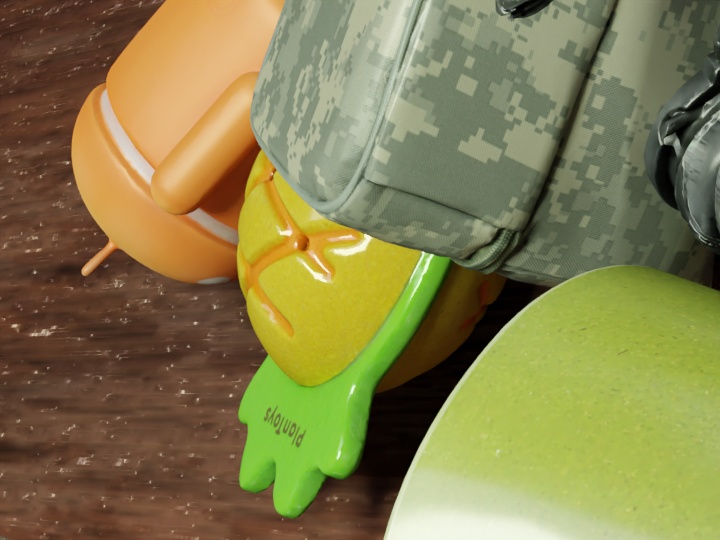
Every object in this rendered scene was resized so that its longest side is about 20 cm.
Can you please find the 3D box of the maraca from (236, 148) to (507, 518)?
[{"bbox_3d":[0.000,0.000,0.901,0.200,0.107,0.137,-68,20,-1],"label":"maraca"}]

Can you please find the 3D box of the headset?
[{"bbox_3d":[0.117,-0.023,0.680,0.094,0.200,0.124,-28,21,-2],"label":"headset"}]

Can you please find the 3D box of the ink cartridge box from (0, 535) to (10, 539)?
[{"bbox_3d":[-0.132,0.189,0.921,0.200,0.125,0.129,16,80,56],"label":"ink cartridge box"}]

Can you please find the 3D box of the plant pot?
[{"bbox_3d":[0.136,0.106,0.578,0.200,0.187,0.187,12,76,40],"label":"plant pot"}]

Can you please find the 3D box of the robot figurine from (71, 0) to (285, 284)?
[{"bbox_3d":[-0.049,-0.075,1.014,0.200,0.117,0.144,-46,43,20],"label":"robot figurine"}]

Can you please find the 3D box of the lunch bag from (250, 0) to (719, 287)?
[{"bbox_3d":[0.075,-0.090,0.767,0.139,0.168,0.200,-129,58,-67],"label":"lunch bag"}]
